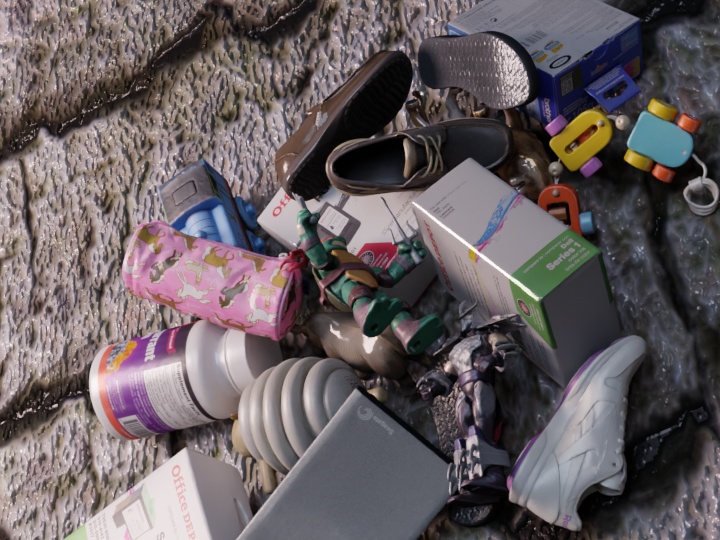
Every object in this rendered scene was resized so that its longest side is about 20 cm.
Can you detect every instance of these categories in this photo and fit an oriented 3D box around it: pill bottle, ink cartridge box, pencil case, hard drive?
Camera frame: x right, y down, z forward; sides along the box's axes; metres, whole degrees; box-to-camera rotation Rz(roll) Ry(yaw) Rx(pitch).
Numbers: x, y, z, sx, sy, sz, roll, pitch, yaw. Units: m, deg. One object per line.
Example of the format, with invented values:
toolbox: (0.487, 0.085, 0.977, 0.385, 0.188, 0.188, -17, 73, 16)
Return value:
pill bottle: (-0.190, 0.116, 1.724, 0.199, 0.111, 0.112, -15, 57, 24)
ink cartridge box: (-0.208, 0.303, 1.624, 0.200, 0.084, 0.145, -38, 50, 19)
ink cartridge box: (0.208, -0.232, 1.664, 0.136, 0.077, 0.200, -34, 44, -24)
pencil case: (-0.157, 0.008, 1.658, 0.199, 0.083, 0.087, 15, 55, 16)
ink cartridge box: (0.002, -0.053, 1.717, 0.200, 0.083, 0.146, 34, 85, 39)
ink cartridge box: (0.155, 0.000, 1.543, 0.084, 0.145, 0.200, -38, 49, -13)
hard drive: (-0.010, 0.234, 1.534, 0.139, 0.033, 0.200, 38, 97, 2)

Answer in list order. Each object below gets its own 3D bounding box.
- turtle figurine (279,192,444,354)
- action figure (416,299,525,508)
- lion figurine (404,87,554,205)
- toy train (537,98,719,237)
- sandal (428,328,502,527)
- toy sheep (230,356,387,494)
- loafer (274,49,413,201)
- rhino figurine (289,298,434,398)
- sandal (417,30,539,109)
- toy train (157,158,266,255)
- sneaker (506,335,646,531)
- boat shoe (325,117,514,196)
turtle figurine: (0.000, 0.000, 1.575, 0.200, 0.149, 0.101, 54, 131, 44)
action figure: (0.109, 0.120, 1.489, 0.130, 0.069, 0.201, 138, 135, -55)
lion figurine: (0.131, -0.134, 1.687, 0.072, 0.123, 0.200, -34, 29, -20)
toy train: (0.262, -0.097, 1.594, 0.199, 0.056, 0.151, -12, 98, 18)
sandal: (0.111, 0.158, 1.564, 0.075, 0.045, 0.202, -12, 73, 32)
toy sheep: (-0.052, 0.154, 1.608, 0.199, 0.138, 0.139, -17, 56, 29)
loafer: (-0.027, -0.170, 1.698, 0.200, 0.073, 0.071, -46, 51, -2)
rhino figurine: (-0.007, 0.075, 1.647, 0.199, 0.087, 0.060, 16, 70, 46)
sandal: (0.128, -0.218, 1.628, 0.200, 0.043, 0.077, 28, 125, 56)
toy train: (-0.162, -0.028, 1.785, 0.086, 0.114, 0.201, -32, 52, 13)
sneaker: (0.226, 0.156, 1.483, 0.099, 0.075, 0.201, 32, 81, 17)
boat shoe: (0.060, -0.111, 1.596, 0.198, 0.073, 0.075, -12, 95, 9)
